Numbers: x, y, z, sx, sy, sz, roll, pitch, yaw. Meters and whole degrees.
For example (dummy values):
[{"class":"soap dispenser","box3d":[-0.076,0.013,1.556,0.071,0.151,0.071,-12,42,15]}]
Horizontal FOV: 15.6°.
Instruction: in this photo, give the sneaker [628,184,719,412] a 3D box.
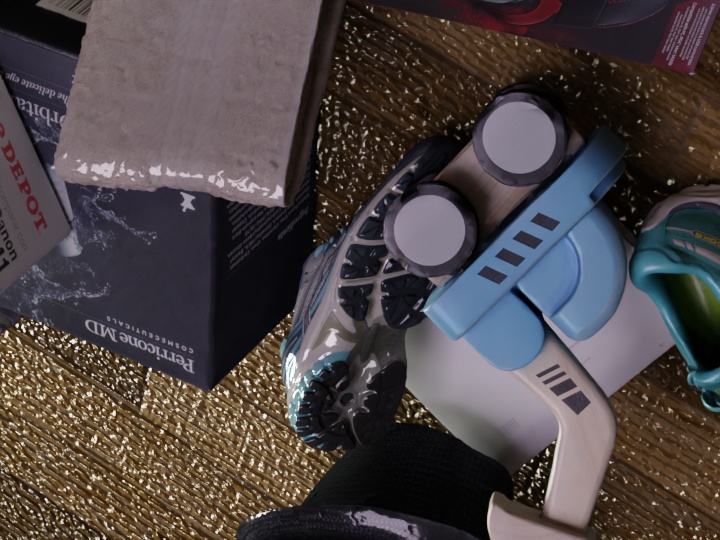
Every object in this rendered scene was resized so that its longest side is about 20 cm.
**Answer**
[{"class":"sneaker","box3d":[0.201,0.053,1.358,0.077,0.080,0.200,-26,104,43]}]

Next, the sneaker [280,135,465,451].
[{"class":"sneaker","box3d":[0.000,0.000,1.464,0.200,0.078,0.086,-63,34,28]}]

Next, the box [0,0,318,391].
[{"class":"box","box3d":[-0.135,-0.067,1.483,0.197,0.117,0.200,21,131,22]}]

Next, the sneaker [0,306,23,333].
[{"class":"sneaker","box3d":[-0.273,-0.036,1.607,0.200,0.081,0.074,43,155,-4]}]

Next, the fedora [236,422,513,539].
[{"class":"fedora","box3d":[0.029,0.148,1.523,0.201,0.092,0.201,17,155,8]}]

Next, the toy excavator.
[{"class":"toy excavator","box3d":[0.092,0.030,1.344,0.200,0.100,0.194,44,98,0]}]

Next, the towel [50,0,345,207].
[{"class":"towel","box3d":[-0.077,-0.131,1.352,0.132,0.200,0.034,6,162,19]}]

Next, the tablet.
[{"class":"tablet","box3d":[0.089,0.028,1.466,0.130,0.014,0.200,45,134,0]}]

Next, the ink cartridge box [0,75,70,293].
[{"class":"ink cartridge box","box3d":[-0.262,-0.029,1.376,0.086,0.200,0.148,-3,119,38]}]

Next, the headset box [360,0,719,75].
[{"class":"headset box","box3d":[0.101,-0.183,1.218,0.200,0.075,0.149,12,130,-8]}]
